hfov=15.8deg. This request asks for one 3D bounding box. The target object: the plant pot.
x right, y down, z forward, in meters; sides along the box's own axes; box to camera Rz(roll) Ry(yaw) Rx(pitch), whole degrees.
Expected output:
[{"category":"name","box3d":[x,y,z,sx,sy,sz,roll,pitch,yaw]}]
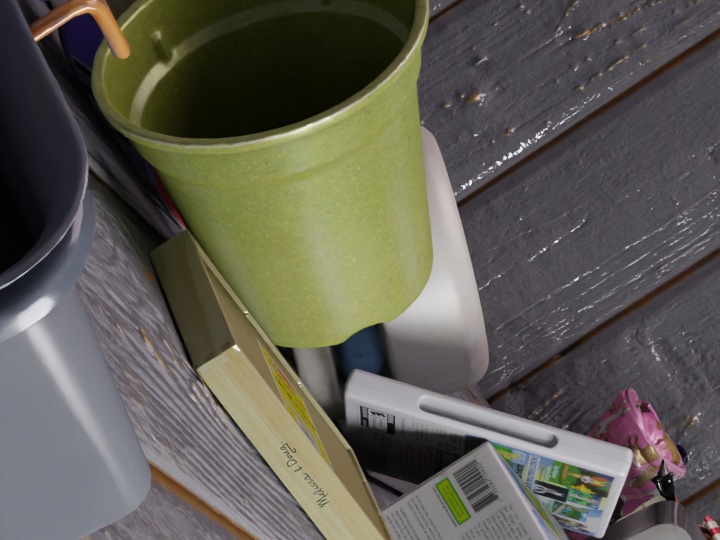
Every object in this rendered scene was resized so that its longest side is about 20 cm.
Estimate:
[{"category":"plant pot","box3d":[-0.037,-0.063,1.526,0.201,0.199,0.185,-118,-171,-52]}]

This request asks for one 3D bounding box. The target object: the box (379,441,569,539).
[{"category":"box","box3d":[0.090,0.206,1.643,0.113,0.101,0.200,59,4,27]}]

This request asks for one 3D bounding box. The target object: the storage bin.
[{"category":"storage bin","box3d":[-0.121,-0.020,0.642,0.200,0.145,0.135,60,-5,36]}]

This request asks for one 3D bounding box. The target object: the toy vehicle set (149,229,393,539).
[{"category":"toy vehicle set","box3d":[-0.046,0.081,1.485,0.200,0.026,0.124,55,4,-34]}]

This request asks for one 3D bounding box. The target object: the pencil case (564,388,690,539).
[{"category":"pencil case","box3d":[0.155,0.180,2.001,0.086,0.200,0.083,32,22,-55]}]

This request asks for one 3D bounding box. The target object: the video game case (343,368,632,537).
[{"category":"video game case","box3d":[0.079,0.120,1.674,0.181,0.022,0.200,16,-16,6]}]

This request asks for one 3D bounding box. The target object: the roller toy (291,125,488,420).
[{"category":"roller toy","box3d":[0.000,0.000,1.734,0.182,0.139,0.201,92,-15,-84]}]

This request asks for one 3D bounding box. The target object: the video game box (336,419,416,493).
[{"category":"video game box","box3d":[-0.006,0.075,1.917,0.183,0.047,0.200,56,3,14]}]

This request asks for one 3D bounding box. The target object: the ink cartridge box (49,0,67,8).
[{"category":"ink cartridge box","box3d":[-0.144,-0.217,1.764,0.201,0.146,0.083,58,3,4]}]

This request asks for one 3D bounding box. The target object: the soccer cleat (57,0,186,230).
[{"category":"soccer cleat","box3d":[-0.122,-0.091,1.639,0.200,0.068,0.073,59,2,-29]}]

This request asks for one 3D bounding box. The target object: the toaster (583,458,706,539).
[{"category":"toaster","box3d":[0.190,0.269,1.815,0.201,0.180,0.119,58,5,2]}]

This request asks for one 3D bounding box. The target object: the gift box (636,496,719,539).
[{"category":"gift box","box3d":[0.335,0.344,3.007,0.201,0.186,0.185,60,4,20]}]

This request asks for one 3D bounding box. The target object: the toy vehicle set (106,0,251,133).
[{"category":"toy vehicle set","box3d":[-0.092,-0.150,1.636,0.200,0.026,0.125,52,31,-29]}]
